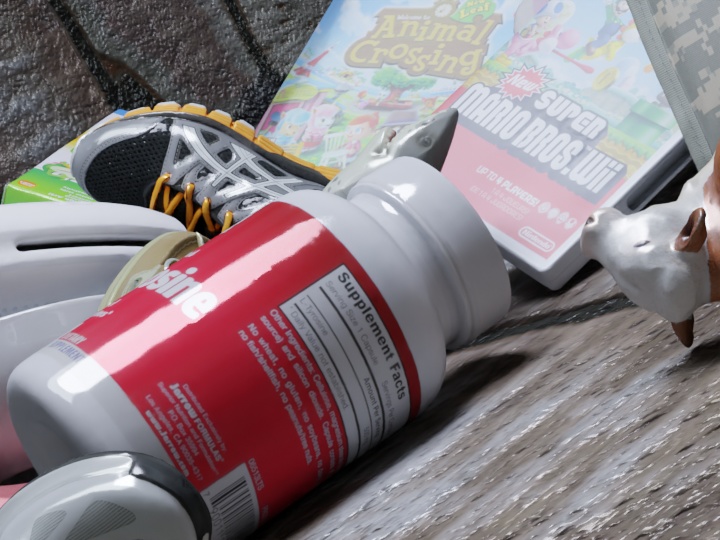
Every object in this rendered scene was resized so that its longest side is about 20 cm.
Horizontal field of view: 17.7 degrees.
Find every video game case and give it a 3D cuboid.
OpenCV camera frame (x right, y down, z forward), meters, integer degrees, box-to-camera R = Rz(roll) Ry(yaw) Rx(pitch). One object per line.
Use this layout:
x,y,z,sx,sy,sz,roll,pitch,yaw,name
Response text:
0.120,-0.089,1.136,0.200,0.017,0.143,-44,41,-9,video game case
0.038,-0.102,1.369,0.200,0.022,0.182,6,54,34,video game case

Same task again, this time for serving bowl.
-0.167,0.079,1.233,0.200,0.066,0.200,-16,-16,-5,serving bowl

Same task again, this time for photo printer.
-0.196,0.023,1.262,0.166,0.070,0.200,-3,-21,-39,photo printer

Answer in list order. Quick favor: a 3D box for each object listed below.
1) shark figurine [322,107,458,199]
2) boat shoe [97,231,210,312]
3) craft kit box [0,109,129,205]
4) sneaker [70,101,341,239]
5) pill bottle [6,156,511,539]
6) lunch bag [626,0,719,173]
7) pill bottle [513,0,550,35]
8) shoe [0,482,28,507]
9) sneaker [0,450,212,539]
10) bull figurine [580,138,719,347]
-0.014,0.015,1.137,0.128,0.090,0.214,-46,0,-28,shark figurine
-0.092,0.048,1.121,0.063,0.073,0.200,-38,26,37,boat shoe
-0.094,-0.032,1.418,0.198,0.200,0.049,-46,-28,-70,craft kit box
-0.069,-0.032,1.285,0.077,0.200,0.078,-68,-8,-48,sneaker
-0.038,0.037,0.972,0.200,0.112,0.112,-34,8,-22,pill bottle
0.203,-0.131,1.018,0.164,0.200,0.118,-26,-35,17,lunch bag
0.192,-0.141,1.235,0.200,0.112,0.112,-29,8,21,pill bottle
-0.215,0.126,1.151,0.200,0.091,0.071,-29,8,14,shoe
-0.140,0.152,0.845,0.200,0.076,0.115,-36,14,20,sneaker
0.175,-0.050,0.832,0.200,0.065,0.121,-20,44,20,bull figurine
